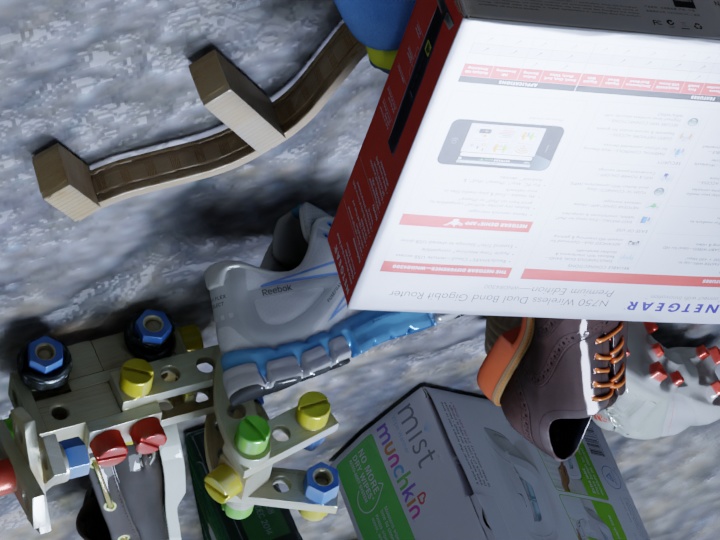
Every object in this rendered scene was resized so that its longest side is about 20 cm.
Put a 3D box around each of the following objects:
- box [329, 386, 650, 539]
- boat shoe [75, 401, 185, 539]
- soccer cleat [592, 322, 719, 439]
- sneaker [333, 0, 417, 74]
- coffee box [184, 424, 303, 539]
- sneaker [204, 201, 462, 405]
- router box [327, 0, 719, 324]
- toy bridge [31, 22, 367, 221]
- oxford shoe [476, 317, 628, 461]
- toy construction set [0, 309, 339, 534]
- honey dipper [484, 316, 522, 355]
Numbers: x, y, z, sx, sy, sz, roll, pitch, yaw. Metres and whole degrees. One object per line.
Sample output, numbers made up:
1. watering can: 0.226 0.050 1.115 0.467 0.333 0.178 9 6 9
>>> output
1. box: 0.100 0.186 1.618 0.176 0.201 0.097 13 135 -46
2. boat shoe: -0.135 0.138 1.523 0.060 0.072 0.202 -11 141 -11
3. soccer cleat: 0.161 0.067 1.604 0.077 0.070 0.200 -32 151 22
4. sneaker: 0.077 -0.165 1.185 0.199 0.066 0.079 -28 121 -7
5. coffee box: -0.060 0.186 1.594 0.044 0.123 0.200 -19 148 -10
6. sneaker: 0.000 0.000 1.386 0.200 0.087 0.075 -20 178 -42
7. router box: 0.104 -0.056 1.199 0.199 0.049 0.180 3 135 -21
8. toy bridge: -0.057 -0.080 1.265 0.199 0.027 0.067 -30 149 12
9. oxford shoe: 0.127 0.032 1.428 0.071 0.073 0.200 -25 158 -26
10. toy construction set: -0.115 0.086 1.383 0.199 0.131 0.092 -6 145 -34
11. honey dipper: 0.092 -0.014 1.464 0.038 0.038 0.200 -15 145 -12
